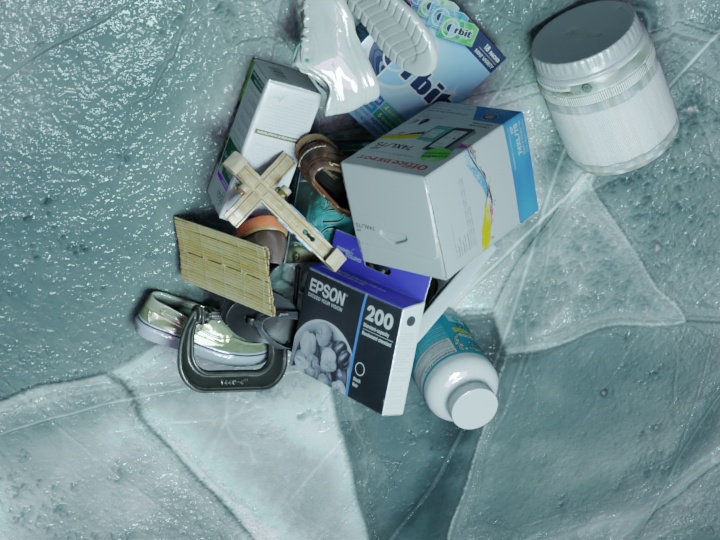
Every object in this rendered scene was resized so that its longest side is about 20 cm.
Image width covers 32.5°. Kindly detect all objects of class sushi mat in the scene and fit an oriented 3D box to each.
[{"bbox_3d":[-0.178,-0.007,1.613,0.012,0.200,0.096,-20,116,-39],"label":"sushi mat"}]

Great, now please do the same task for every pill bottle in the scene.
[{"bbox_3d":[0.132,0.145,1.804,0.111,0.200,0.111,-9,122,-14],"label":"pill bottle"}]

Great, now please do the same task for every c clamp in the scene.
[{"bbox_3d":[-0.167,0.086,1.714,0.200,0.027,0.171,-5,95,-36],"label":"c clamp"}]

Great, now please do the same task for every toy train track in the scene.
[{"bbox_3d":[-0.093,-0.074,1.561,0.200,0.033,0.115,44,76,-13],"label":"toy train track"}]

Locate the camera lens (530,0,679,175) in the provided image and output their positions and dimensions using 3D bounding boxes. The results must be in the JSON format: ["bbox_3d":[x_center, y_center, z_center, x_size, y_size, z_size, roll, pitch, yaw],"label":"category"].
[{"bbox_3d":[0.331,-0.241,1.668,0.160,0.160,0.200,-31,124,1],"label":"camera lens"}]

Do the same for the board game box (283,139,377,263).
[{"bbox_3d":[-0.031,-0.092,1.686,0.135,0.028,0.200,-3,134,-17],"label":"board game box"}]

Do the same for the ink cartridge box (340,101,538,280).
[{"bbox_3d":[0.103,-0.105,1.572,0.200,0.147,0.146,-36,125,-37],"label":"ink cartridge box"}]

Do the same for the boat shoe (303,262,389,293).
[{"bbox_3d":[0.000,0.000,1.707,0.200,0.062,0.075,-26,145,27],"label":"boat shoe"}]

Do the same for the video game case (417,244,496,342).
[{"bbox_3d":[0.096,0.062,1.714,0.023,0.182,0.200,41,59,3],"label":"video game case"}]

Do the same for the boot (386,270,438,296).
[{"bbox_3d":[0.022,0.075,1.817,0.200,0.070,0.132,-14,130,-3],"label":"boot"}]

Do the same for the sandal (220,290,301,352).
[{"bbox_3d":[-0.100,0.080,1.705,0.200,0.043,0.076,26,97,-33],"label":"sandal"}]

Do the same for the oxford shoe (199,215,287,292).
[{"bbox_3d":[-0.165,-0.004,1.647,0.071,0.073,0.200,11,152,-31],"label":"oxford shoe"}]

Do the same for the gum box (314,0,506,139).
[{"bbox_3d":[0.065,-0.270,1.631,0.200,0.045,0.170,-44,123,10],"label":"gum box"}]

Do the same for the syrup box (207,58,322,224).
[{"bbox_3d":[-0.127,-0.163,1.609,0.081,0.079,0.200,12,115,-26],"label":"syrup box"}]

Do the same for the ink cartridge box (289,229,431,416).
[{"bbox_3d":[-0.003,0.064,1.626,0.043,0.198,0.200,2,104,-43],"label":"ink cartridge box"}]

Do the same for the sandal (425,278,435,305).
[{"bbox_3d":[0.085,-0.048,1.742,0.057,0.080,0.201,-4,104,-59],"label":"sandal"}]

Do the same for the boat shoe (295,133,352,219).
[{"bbox_3d":[-0.010,-0.100,1.613,0.070,0.070,0.200,-44,134,15],"label":"boat shoe"}]

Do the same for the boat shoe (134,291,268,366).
[{"bbox_3d":[-0.214,0.083,1.728,0.200,0.072,0.062,15,120,-23],"label":"boat shoe"}]

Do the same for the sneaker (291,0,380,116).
[{"bbox_3d":[-0.053,-0.288,1.529,0.088,0.075,0.200,-27,99,-10],"label":"sneaker"}]

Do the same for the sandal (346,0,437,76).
[{"bbox_3d":[0.032,-0.332,1.536,0.203,0.082,0.050,47,57,-4],"label":"sandal"}]
